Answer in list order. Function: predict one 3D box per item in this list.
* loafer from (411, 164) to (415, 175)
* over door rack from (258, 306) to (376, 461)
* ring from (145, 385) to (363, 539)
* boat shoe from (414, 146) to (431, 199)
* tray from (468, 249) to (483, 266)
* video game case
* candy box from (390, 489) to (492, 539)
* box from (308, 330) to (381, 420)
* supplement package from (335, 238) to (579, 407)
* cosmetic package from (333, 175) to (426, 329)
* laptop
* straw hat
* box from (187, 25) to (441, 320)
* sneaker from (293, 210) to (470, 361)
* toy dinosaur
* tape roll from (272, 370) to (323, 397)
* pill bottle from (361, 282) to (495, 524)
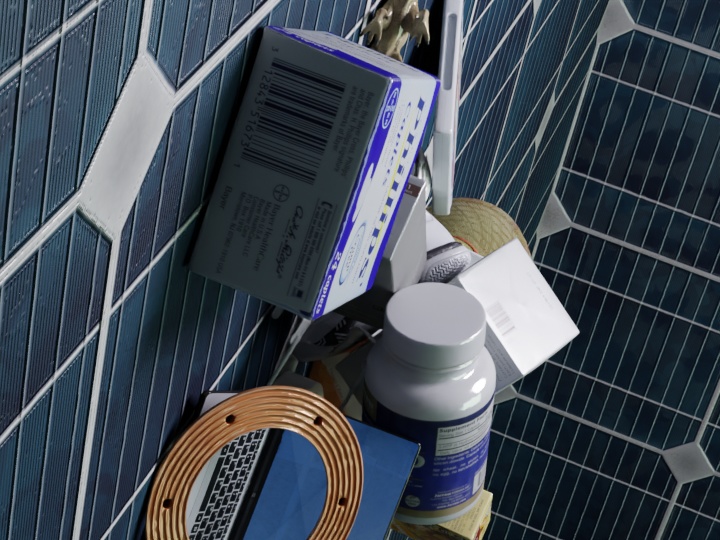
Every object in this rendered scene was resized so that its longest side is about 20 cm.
[{"bbox_3d":[0.017,-0.103,1.594,0.201,0.070,0.069,56,55,-78],"label":"loafer"},{"bbox_3d":[-0.051,0.141,1.587,0.147,0.066,0.202,23,88,-58],"label":"over door rack"},{"bbox_3d":[-0.087,0.188,1.427,0.019,0.199,0.202,31,-76,55],"label":"ring"},{"bbox_3d":[0.024,-0.042,1.780,0.069,0.070,0.202,88,15,-65],"label":"boat shoe"},{"bbox_3d":[0.078,0.020,1.843,0.108,0.199,0.022,-66,-171,-13],"label":"tray"},{"bbox_3d":[0.093,-0.182,1.836,0.200,0.023,0.184,86,9,-68],"label":"video game case"},{"bbox_3d":[0.029,0.215,1.713,0.116,0.198,0.056,83,31,-69],"label":"candy box"},{"bbox_3d":[0.005,0.147,1.876,0.097,0.123,0.202,-44,153,-67],"label":"box"},{"bbox_3d":[0.091,0.077,1.684,0.109,0.114,0.200,-30,174,-47],"label":"supplement package"},{"bbox_3d":[-0.001,-0.026,1.557,0.200,0.106,0.091,75,37,-70],"label":"cosmetic package"},{"bbox_3d":[-0.070,0.209,1.461,0.200,0.115,0.189,8,104,-62],"label":"laptop"},{"bbox_3d":[0.081,0.004,1.909,0.085,0.200,0.203,28,82,-60],"label":"straw hat"},{"bbox_3d":[-0.029,-0.077,1.305,0.200,0.104,0.185,-29,139,-76],"label":"box"},{"bbox_3d":[0.000,0.000,1.711,0.199,0.115,0.075,-33,173,-3],"label":"sneaker"},{"bbox_3d":[0.033,-0.224,1.545,0.101,0.058,0.201,-83,-164,-66],"label":"toy dinosaur"},{"bbox_3d":[-0.091,0.200,1.723,0.203,0.037,0.204,20,90,-81],"label":"tape roll"},{"bbox_3d":[0.060,0.117,1.562,0.120,0.119,0.201,-57,156,-50],"label":"pill bottle"}]
